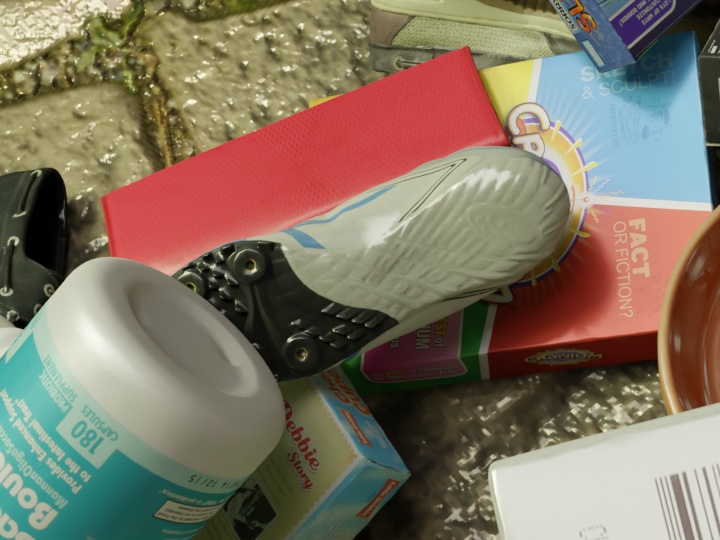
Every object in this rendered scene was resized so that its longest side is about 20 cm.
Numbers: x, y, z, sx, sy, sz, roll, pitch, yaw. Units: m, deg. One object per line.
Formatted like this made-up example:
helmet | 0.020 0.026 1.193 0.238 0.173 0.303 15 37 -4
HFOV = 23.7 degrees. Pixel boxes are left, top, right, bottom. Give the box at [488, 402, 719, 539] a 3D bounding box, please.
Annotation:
box | 0.167 0.148 0.596 0.199 0.131 0.200 -16 69 12

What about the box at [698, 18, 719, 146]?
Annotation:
box | 0.262 -0.126 0.809 0.158 0.050 0.200 5 36 25

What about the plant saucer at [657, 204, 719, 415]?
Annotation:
plant saucer | 0.227 0.038 0.728 0.200 0.032 0.200 -3 61 6

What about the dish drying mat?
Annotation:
dish drying mat | -0.029 -0.046 0.834 0.200 0.018 0.077 -22 46 5

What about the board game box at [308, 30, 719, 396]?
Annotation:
board game box | 0.074 -0.026 0.837 0.200 0.040 0.153 -9 67 18

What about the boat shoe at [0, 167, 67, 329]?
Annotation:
boat shoe | -0.184 0.016 0.926 0.057 0.069 0.200 -21 47 7

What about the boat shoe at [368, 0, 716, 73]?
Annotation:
boat shoe | 0.100 -0.114 0.905 0.201 0.066 0.072 14 25 11

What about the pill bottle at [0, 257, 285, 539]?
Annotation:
pill bottle | -0.131 0.099 0.722 0.200 0.111 0.111 -49 47 15

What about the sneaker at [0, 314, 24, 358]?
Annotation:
sneaker | -0.207 0.087 0.825 0.088 0.081 0.200 48 119 28

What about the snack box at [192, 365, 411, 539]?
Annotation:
snack box | -0.066 0.067 0.828 0.116 0.037 0.200 -49 47 16

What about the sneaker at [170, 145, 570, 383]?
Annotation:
sneaker | 0.000 0.000 0.781 0.200 0.072 0.072 -20 92 -2

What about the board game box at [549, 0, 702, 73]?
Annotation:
board game box | 0.151 -0.208 0.819 0.200 0.135 0.034 -41 12 -20
